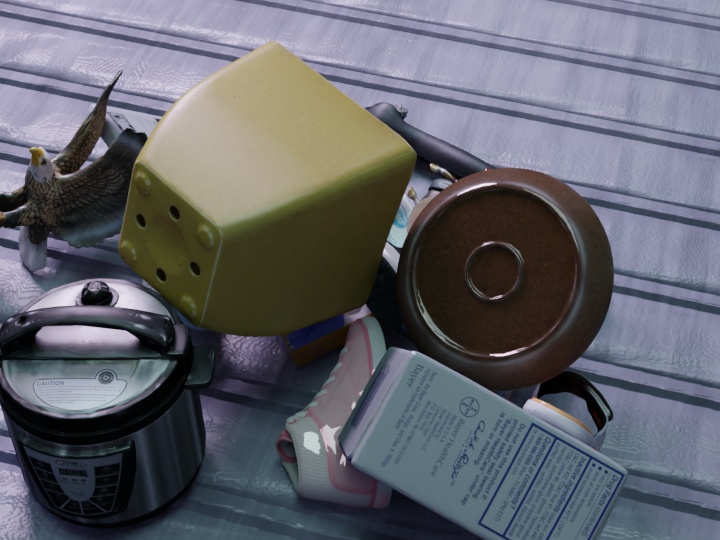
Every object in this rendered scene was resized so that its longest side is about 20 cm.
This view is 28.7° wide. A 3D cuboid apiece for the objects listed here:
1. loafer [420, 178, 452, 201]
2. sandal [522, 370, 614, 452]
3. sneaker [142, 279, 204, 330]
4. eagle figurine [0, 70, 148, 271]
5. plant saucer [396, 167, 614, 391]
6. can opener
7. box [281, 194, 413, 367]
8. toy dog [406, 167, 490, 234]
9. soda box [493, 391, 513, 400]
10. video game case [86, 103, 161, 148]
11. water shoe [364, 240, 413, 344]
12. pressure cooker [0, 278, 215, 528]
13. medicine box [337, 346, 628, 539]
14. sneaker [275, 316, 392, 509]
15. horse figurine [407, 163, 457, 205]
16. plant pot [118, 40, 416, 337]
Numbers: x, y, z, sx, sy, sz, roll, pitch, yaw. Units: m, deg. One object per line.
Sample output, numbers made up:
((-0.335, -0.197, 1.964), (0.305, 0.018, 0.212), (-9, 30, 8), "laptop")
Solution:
((0.142, -0.032, 1.503), (0.200, 0.072, 0.063), (28, 69, 34), "loafer")
((0.189, 0.122, 1.247), (0.079, 0.207, 0.059), (30, 86, 12), "sandal")
((-0.178, 0.000, 1.461), (0.082, 0.074, 0.200), (37, 25, -23), "sneaker")
((-0.300, -0.095, 1.438), (0.199, 0.152, 0.151), (-26, 9, -12), "eagle figurine")
((0.121, 0.004, 1.238), (0.199, 0.034, 0.201), (-3, 80, 20), "plant saucer")
((0.078, -0.136, 1.616), (0.199, 0.079, 0.063), (23, 9, 17), "can opener")
((0.000, 0.000, 1.415), (0.199, 0.042, 0.119), (-27, 61, -2), "box")
((0.138, -0.033, 1.331), (0.200, 0.097, 0.132), (30, 10, 34), "toy dog")
((0.113, 0.101, 1.346), (0.063, 0.069, 0.200), (15, 46, 16), "soda box")
((-0.180, -0.107, 1.528), (0.181, 0.023, 0.200), (7, 32, -44), "video game case")
((0.071, 0.031, 1.338), (0.079, 0.072, 0.200), (-16, 47, -36), "water shoe")
((-0.230, 0.105, 1.234), (0.176, 0.201, 0.178), (-32, 52, -28), "pressure cooker")
((0.093, 0.153, 1.158), (0.199, 0.182, 0.103), (30, 86, -2), "medicine box")
((-0.026, 0.126, 1.305), (0.104, 0.076, 0.201), (1, 53, -5), "sneaker")
((0.093, -0.024, 1.456), (0.132, 0.050, 0.201), (26, 83, 21), "horse figurine")
((-0.104, -0.055, 1.272), (0.194, 0.196, 0.200), (40, 44, 23), "plant pot")
